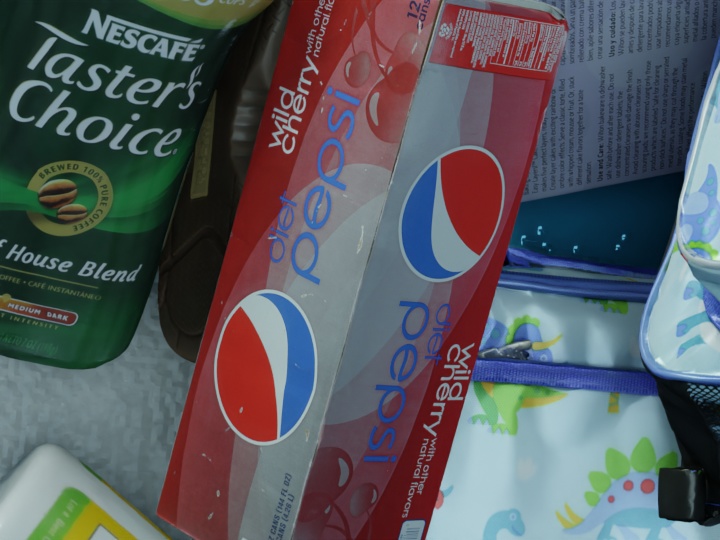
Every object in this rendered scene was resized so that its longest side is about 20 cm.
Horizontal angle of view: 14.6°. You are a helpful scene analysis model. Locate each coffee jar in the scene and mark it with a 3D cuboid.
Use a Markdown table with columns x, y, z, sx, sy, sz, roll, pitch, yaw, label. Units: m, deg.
| x | y | z | sx | sy | sz | roll | pitch | yaw | label |
| --- | --- | --- | --- | --- | --- | --- | --- | --- | --- |
| -0.091 | -0.070 | 0.921 | 0.104 | 0.085 | 0.200 | 15 | 120 | -18 | coffee jar |

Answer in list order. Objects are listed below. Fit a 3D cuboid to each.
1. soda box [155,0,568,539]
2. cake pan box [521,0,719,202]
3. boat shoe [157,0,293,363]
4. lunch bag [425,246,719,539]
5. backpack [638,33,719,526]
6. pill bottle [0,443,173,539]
| x | y | z | sx | sy | sz | roll | pitch | yaw | label |
| --- | --- | --- | --- | --- | --- | --- | --- | --- | --- |
| 0.000 | 0.000 | 0.911 | 0.063 | 0.070 | 0.200 | 6 | 105 | -43 | soda box |
| 0.129 | -0.120 | 0.946 | 0.184 | 0.052 | 0.200 | -14 | 138 | -7 | cake pan box |
| -0.021 | -0.063 | 0.988 | 0.075 | 0.075 | 0.202 | 12 | 86 | -37 | boat shoe |
| 0.091 | 0.076 | 0.994 | 0.200 | 0.082 | 0.161 | 7 | 88 | -8 | lunch bag |
| 0.198 | -0.013 | 0.871 | 0.200 | 0.147 | 0.183 | 6 | 56 | 22 | backpack |
| -0.067 | 0.163 | 0.960 | 0.200 | 0.111 | 0.111 | 41 | 87 | -6 | pill bottle |
